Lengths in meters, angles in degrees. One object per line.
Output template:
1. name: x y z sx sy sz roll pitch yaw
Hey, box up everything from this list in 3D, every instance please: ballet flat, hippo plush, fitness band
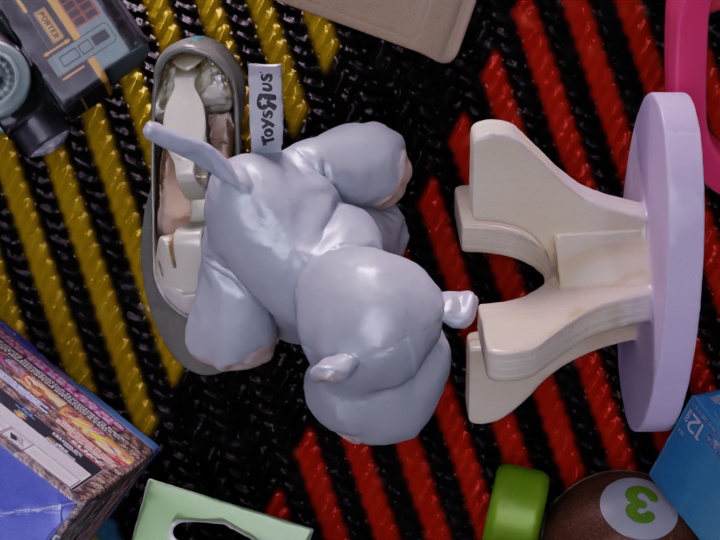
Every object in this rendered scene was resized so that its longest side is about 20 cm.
1. ballet flat: -0.099 -0.037 1.187 0.067 0.064 0.201 0 93 5
2. hippo plush: 0.000 0.000 1.106 0.159 0.200 0.161 -32 52 -26
3. fitness band: 0.238 -0.124 1.120 0.143 0.037 0.200 -7 128 -1

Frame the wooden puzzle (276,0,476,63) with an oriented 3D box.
1. wooden puzzle: -0.010 -0.232 1.158 0.200 0.037 0.185 23 122 5

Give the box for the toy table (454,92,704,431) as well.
1. toy table: 0.117 -0.001 1.122 0.117 0.184 0.201 -2 109 -3

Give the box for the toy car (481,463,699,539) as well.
1. toy car: 0.140 0.198 1.108 0.164 0.200 0.158 12 94 4

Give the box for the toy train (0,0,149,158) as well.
1. toy train: -0.212 -0.167 1.187 0.114 0.085 0.200 -33 88 -6

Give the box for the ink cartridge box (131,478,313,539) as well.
1. ink cartridge box: -0.102 0.227 1.202 0.104 0.059 0.201 17 94 4

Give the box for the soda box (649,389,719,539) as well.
1. soda box: 0.244 0.152 1.085 0.200 0.064 0.068 54 138 34

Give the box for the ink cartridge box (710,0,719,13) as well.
1. ink cartridge box: 0.243 -0.244 1.111 0.199 0.084 0.145 -19 120 5

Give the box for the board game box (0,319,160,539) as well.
1. board game box: -0.219 0.101 1.136 0.159 0.200 0.097 38 96 3
